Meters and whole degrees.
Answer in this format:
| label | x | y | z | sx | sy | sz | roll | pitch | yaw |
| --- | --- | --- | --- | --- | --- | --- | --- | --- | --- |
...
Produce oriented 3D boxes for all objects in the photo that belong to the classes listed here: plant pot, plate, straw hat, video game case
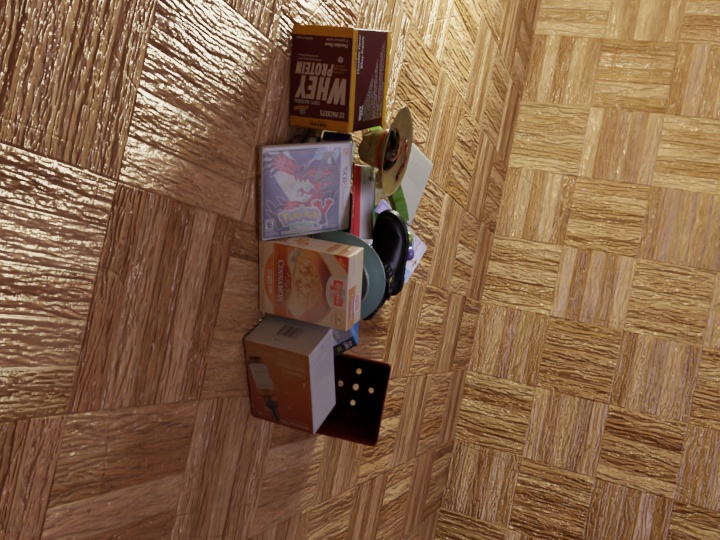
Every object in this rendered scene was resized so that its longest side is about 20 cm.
| label | x | y | z | sx | sy | sz | roll | pitch | yaw |
| --- | --- | --- | --- | --- | --- | --- | --- | --- | --- |
| plant pot | -0.027 | 0.302 | 1.794 | 0.176 | 0.198 | 0.202 | 9 | 92 | -81 |
| plate | -0.047 | 0.019 | 1.481 | 0.026 | 0.198 | 0.202 | -56 | 151 | -68 |
| straw hat | 0.041 | -0.254 | 1.510 | 0.201 | 0.084 | 0.203 | 16 | 90 | -74 |
| video game case | -0.107 | -0.160 | 1.424 | 0.199 | 0.023 | 0.184 | -10 | 114 | -30 |

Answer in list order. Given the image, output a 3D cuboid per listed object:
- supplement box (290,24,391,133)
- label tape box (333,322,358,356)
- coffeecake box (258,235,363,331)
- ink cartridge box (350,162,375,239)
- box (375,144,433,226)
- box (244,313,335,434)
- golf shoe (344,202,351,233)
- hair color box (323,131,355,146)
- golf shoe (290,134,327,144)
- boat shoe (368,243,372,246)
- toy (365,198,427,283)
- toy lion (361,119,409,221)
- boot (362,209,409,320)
| label | x | y | z | sx | sy | sz | roll | pitch | yaw |
| --- | --- | --- | --- | --- | --- | --- | --- | --- | --- |
| supplement box | -0.039 | -0.396 | 1.479 | 0.200 | 0.132 | 0.199 | -34 | 132 | -61 |
| label tape box | -0.063 | 0.126 | 1.602 | 0.064 | 0.199 | 0.145 | 62 | -2 | 35 |
| coffeecake box | -0.099 | 0.019 | 1.435 | 0.073 | 0.198 | 0.155 | -36 | 133 | -60 |
| ink cartridge box | 0.007 | -0.148 | 1.566 | 0.200 | 0.050 | 0.163 | -70 | 162 | -86 |
| box | 0.089 | -0.213 | 1.862 | 0.097 | 0.124 | 0.201 | 40 | 59 | -31 |
| box | -0.142 | 0.212 | 1.486 | 0.106 | 0.151 | 0.202 | -48 | 142 | -53 |
| golf shoe | -0.043 | -0.116 | 1.710 | 0.095 | 0.077 | 0.201 | -79 | 170 | -59 |
| hair color box | -0.059 | -0.188 | 1.567 | 0.109 | 0.064 | 0.202 | 28 | 68 | -84 |
| golf shoe | -0.108 | -0.173 | 1.471 | 0.073 | 0.091 | 0.202 | -12 | 113 | -68 |
| boat shoe | 0.000 | 0.000 | 1.652 | 0.200 | 0.068 | 0.085 | -33 | 152 | -45 |
| toy | 0.092 | -0.069 | 1.763 | 0.200 | 0.047 | 0.116 | 42 | 72 | -31 |
| toy lion | 0.067 | -0.216 | 1.656 | 0.192 | 0.068 | 0.201 | -107 | 179 | -49 |
| boot | 0.039 | -0.012 | 1.547 | 0.158 | 0.079 | 0.213 | -33 | 125 | -54 |
